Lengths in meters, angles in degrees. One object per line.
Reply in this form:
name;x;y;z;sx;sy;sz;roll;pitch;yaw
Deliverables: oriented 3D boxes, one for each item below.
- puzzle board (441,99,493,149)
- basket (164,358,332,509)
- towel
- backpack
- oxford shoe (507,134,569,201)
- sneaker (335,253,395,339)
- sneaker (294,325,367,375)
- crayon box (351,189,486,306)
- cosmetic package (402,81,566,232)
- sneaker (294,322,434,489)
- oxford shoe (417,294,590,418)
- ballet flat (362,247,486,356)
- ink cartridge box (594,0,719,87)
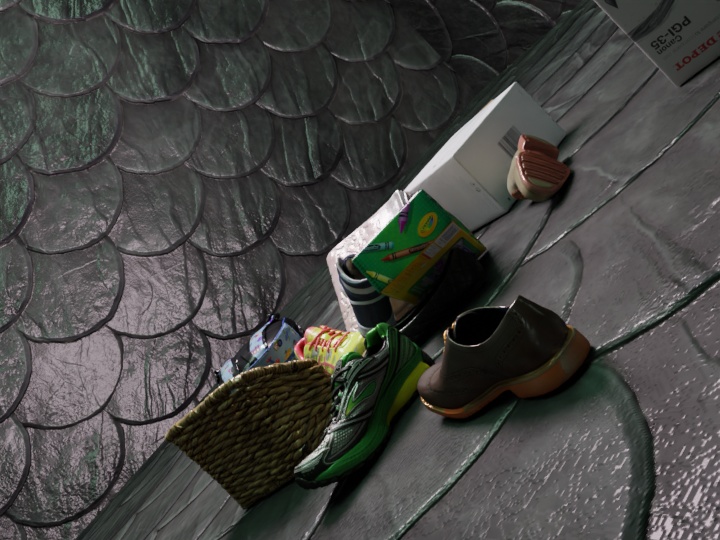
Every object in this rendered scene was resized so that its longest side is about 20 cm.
puzzle board;0.224;-0.287;1.575;0.151;0.017;0.200;-43;7;17
basket;-0.125;0.182;0.976;0.200;0.149;0.143;-42;7;40
towel;0.029;-0.004;1.187;0.191;0.032;0.201;-43;43;26
backpack;-0.154;0.175;1.277;0.183;0.135;0.200;-46;6;-2
oxford shoe;0.231;-0.120;1.017;0.200;0.070;0.074;-60;-10;-64
sneaker;0.000;0.000;1.077;0.070;0.109;0.200;-18;31;-2
sneaker;-0.043;0.117;1.117;0.078;0.090;0.200;-48;8;-34
crayon box;0.080;-0.020;0.960;0.119;0.058;0.200;-45;-20;9
cosmetic package;0.189;-0.164;1.234;0.200;0.123;0.200;-49;6;-29
sneaker;-0.009;0.138;0.783;0.200;0.085;0.078;-51;8;-35
oxford shoe;0.094;0.065;0.613;0.071;0.073;0.200;-50;7;-33
ballet flat;0.070;0.050;0.944;0.200;0.057;0.067;-44;8;16
ink cartridge box;0.354;-0.332;0.854;0.146;0.200;0.083;-39;12;46
